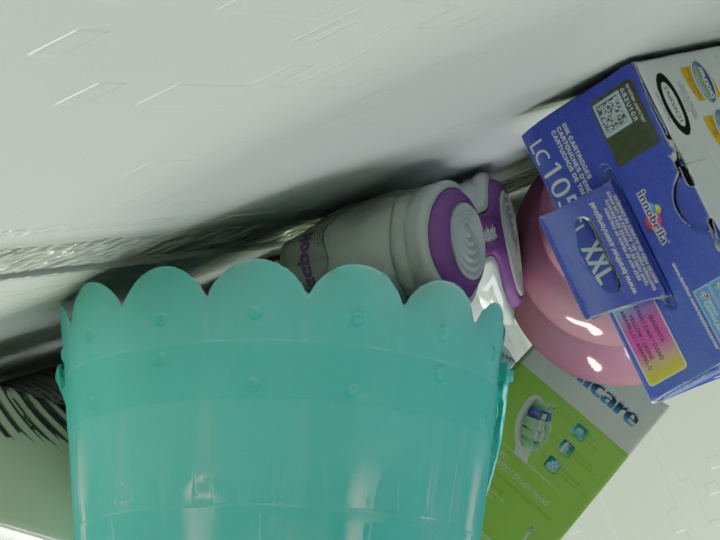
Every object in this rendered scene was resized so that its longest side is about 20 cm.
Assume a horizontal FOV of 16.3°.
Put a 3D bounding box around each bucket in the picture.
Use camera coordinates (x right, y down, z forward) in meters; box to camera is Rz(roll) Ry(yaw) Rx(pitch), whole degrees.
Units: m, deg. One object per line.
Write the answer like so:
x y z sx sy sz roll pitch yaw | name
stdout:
-0.036 0.084 1.114 0.207 0.135 0.207 2 165 0 | bucket

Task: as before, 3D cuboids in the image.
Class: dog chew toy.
0.133 -0.012 1.282 0.124 0.125 0.200 -21 165 1 | dog chew toy

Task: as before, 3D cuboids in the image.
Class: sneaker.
0.021 -0.008 1.205 0.099 0.075 0.200 -10 172 15 | sneaker

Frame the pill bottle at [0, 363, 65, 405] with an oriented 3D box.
-0.165 0.110 1.326 0.113 0.114 0.200 -26 173 41 | pill bottle

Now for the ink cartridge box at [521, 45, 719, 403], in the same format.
0.162 -0.027 1.109 0.076 0.137 0.200 -33 168 40 | ink cartridge box

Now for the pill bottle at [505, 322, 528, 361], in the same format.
0.043 0.080 1.841 0.111 0.111 0.200 -25 174 32 | pill bottle

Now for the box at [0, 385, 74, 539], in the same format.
-0.134 0.113 1.211 0.200 0.069 0.082 20 155 -26 | box

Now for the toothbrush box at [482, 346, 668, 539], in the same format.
0.069 0.142 1.443 0.200 0.086 0.146 -46 174 -24 | toothbrush box

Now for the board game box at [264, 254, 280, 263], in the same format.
-0.049 0.074 1.314 0.103 0.019 0.200 -15 135 -54 | board game box

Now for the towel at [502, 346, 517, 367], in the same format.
-0.013 0.062 1.542 0.200 0.086 0.166 -26 169 9 | towel
